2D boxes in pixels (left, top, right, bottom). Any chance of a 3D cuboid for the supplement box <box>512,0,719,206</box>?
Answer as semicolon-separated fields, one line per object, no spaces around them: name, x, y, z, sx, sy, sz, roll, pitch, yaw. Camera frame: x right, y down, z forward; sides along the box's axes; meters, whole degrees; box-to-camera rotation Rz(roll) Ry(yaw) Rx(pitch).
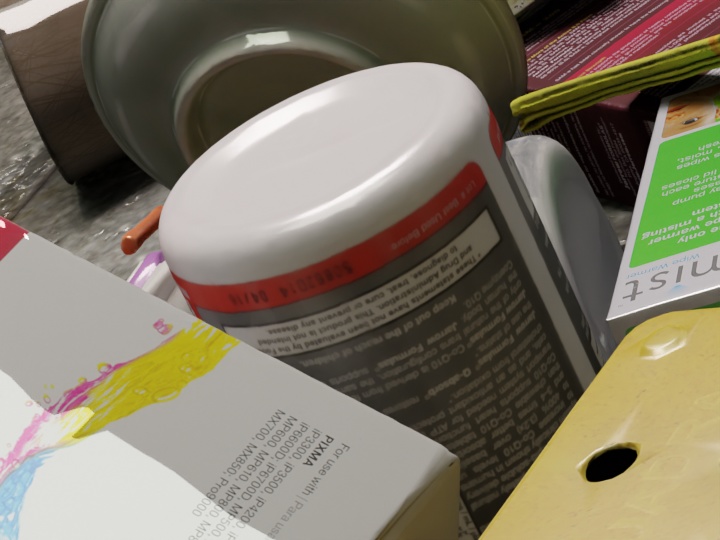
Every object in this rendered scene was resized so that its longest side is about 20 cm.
supplement box;0.138;-0.082;1.215;0.109;0.061;0.200;-36;25;-19

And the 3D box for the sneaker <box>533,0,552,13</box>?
sneaker;0.022;-0.129;1.432;0.199;0.115;0.076;4;1;-1

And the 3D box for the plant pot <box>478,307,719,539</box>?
plant pot;0.129;0.114;0.671;0.200;0.177;0.200;-5;31;40

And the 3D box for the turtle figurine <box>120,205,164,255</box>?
turtle figurine;0.000;0.000;1.149;0.161;0.065;0.200;-8;-10;26

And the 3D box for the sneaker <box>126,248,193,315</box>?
sneaker;-0.059;0.069;0.969;0.099;0.201;0.075;23;22;4

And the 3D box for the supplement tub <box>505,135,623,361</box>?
supplement tub;0.002;0.035;1.040;0.199;0.123;0.123;-19;24;16

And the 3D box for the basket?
basket;-0.098;-0.150;1.527;0.199;0.136;0.180;-23;14;-2

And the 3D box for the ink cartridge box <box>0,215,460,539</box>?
ink cartridge box;-0.087;0.101;0.819;0.200;0.146;0.145;26;55;22

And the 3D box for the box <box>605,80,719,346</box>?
box;0.203;-0.011;0.959;0.199;0.097;0.177;-16;23;22

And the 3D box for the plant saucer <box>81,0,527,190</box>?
plant saucer;-0.027;-0.075;1.194;0.200;0.200;0.050;-17;41;23

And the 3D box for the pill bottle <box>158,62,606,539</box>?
pill bottle;0.024;0.043;0.899;0.116;0.200;0.116;-22;24;10

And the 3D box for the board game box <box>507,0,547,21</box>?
board game box;0.039;-0.109;1.316;0.200;0.032;0.120;-35;5;17

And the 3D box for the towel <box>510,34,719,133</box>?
towel;0.149;-0.085;1.051;0.086;0.018;0.200;-17;2;-35
